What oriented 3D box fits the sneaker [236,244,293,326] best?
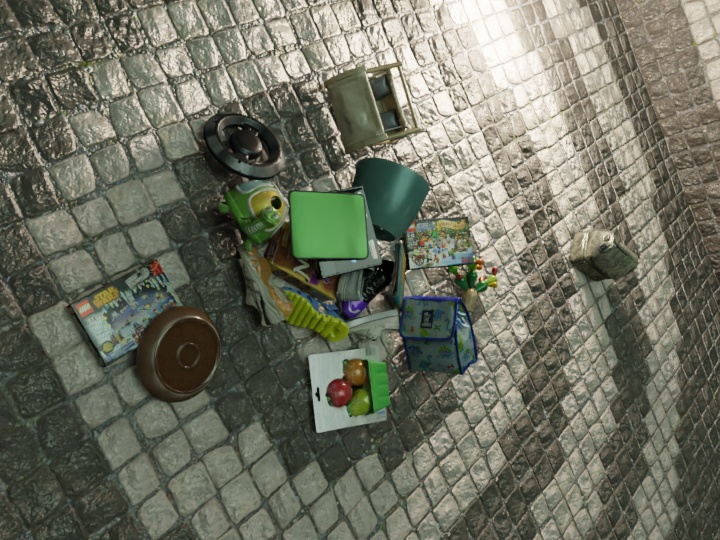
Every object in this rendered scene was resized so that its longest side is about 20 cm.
[{"bbox_3d":[-0.238,0.036,1.544,0.200,0.088,0.076,58,26,14],"label":"sneaker"}]

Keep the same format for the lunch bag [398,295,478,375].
[{"bbox_3d":[0.200,0.163,1.791,0.127,0.170,0.201,-27,112,-52],"label":"lunch bag"}]

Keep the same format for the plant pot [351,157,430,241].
[{"bbox_3d":[0.060,-0.171,1.763,0.200,0.200,0.161,29,74,-32],"label":"plant pot"}]

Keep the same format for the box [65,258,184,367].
[{"bbox_3d":[-0.461,0.082,1.365,0.200,0.040,0.137,-37,104,-39],"label":"box"}]

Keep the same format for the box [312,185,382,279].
[{"bbox_3d":[-0.049,-0.091,1.642,0.159,0.046,0.201,-13,86,-19],"label":"box"}]

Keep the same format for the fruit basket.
[{"bbox_3d":[-0.031,0.288,1.672,0.200,0.094,0.186,-5,83,-25],"label":"fruit basket"}]

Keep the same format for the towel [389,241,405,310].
[{"bbox_3d":[0.100,0.019,1.780,0.200,0.022,0.147,61,34,-75],"label":"towel"}]

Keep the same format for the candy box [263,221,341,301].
[{"bbox_3d":[-0.134,-0.019,1.653,0.200,0.056,0.117,30,63,-31],"label":"candy box"}]

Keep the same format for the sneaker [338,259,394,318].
[{"bbox_3d":[0.024,0.037,1.744,0.070,0.099,0.200,49,53,-19],"label":"sneaker"}]

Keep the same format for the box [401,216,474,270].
[{"bbox_3d":[0.215,-0.077,1.924,0.199,0.038,0.137,-6,85,-18],"label":"box"}]

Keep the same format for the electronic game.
[{"bbox_3d":[-0.264,-0.287,1.571,0.200,0.042,0.200,22,45,-23],"label":"electronic game"}]

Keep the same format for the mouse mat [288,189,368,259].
[{"bbox_3d":[-0.073,-0.105,1.592,0.200,0.008,0.161,0,82,-29],"label":"mouse mat"}]

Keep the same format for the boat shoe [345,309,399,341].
[{"bbox_3d":[0.027,0.148,1.749,0.200,0.071,0.070,-8,83,-47],"label":"boat shoe"}]

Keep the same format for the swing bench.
[{"bbox_3d":[0.033,-0.437,1.833,0.200,0.130,0.199,-21,95,-40],"label":"swing bench"}]

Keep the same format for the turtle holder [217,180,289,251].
[{"bbox_3d":[-0.230,-0.136,1.504,0.132,0.186,0.141,-33,86,-3],"label":"turtle holder"}]

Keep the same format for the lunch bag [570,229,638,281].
[{"bbox_3d":[0.870,-0.059,2.437,0.200,0.168,0.140,33,61,-30],"label":"lunch bag"}]

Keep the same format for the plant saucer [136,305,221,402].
[{"bbox_3d":[-0.361,0.174,1.406,0.200,0.034,0.201,-6,98,-47],"label":"plant saucer"}]

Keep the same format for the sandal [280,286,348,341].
[{"bbox_3d":[-0.119,0.097,1.641,0.200,0.080,0.087,34,24,-22],"label":"sandal"}]

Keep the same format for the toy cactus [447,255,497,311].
[{"bbox_3d":[0.338,0.039,2.027,0.200,0.102,0.166,15,81,-46],"label":"toy cactus"}]

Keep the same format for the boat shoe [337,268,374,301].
[{"bbox_3d":[0.000,0.000,1.712,0.070,0.071,0.201,87,17,-50],"label":"boat shoe"}]
